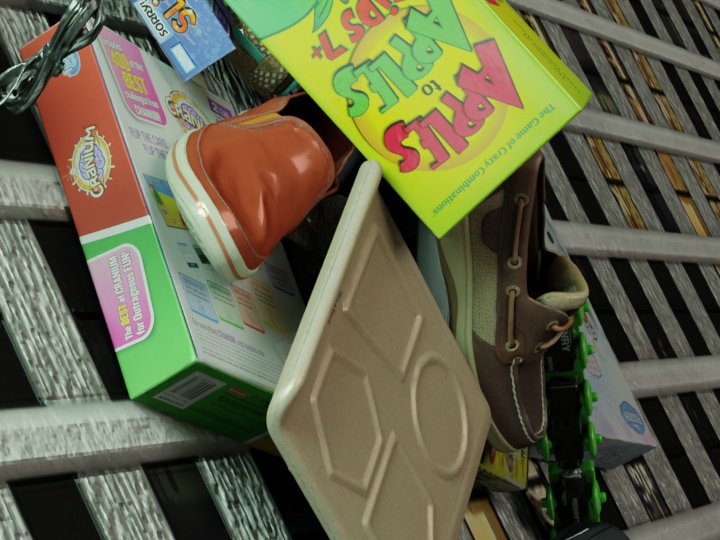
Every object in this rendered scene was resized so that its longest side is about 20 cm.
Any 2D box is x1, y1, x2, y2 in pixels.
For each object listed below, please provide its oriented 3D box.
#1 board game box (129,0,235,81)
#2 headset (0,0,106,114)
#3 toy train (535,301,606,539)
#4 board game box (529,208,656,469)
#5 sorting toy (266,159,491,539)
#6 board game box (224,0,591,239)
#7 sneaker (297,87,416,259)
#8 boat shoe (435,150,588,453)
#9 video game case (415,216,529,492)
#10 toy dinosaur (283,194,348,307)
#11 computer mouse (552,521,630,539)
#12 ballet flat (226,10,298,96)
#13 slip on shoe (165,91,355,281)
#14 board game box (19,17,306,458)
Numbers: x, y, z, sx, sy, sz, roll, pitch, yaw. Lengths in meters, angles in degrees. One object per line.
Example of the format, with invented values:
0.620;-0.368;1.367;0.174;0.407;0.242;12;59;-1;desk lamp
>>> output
-0.118;-0.183;1.390;0.136;0.034;0.200;56;5;-14;board game box
-0.203;-0.148;1.092;0.200;0.094;0.124;46;21;-8;headset
0.127;0.089;1.587;0.056;0.041;0.201;-82;166;-66;toy train
0.114;0.034;1.746;0.200;0.043;0.200;17;46;-65;board game box
0.008;0.075;1.298;0.186;0.036;0.201;-70;145;-46;sorting toy
0.013;-0.127;1.318;0.200;0.102;0.048;48;17;-2;board game box
0.016;-0.047;1.552;0.147;0.077;0.202;54;18;-11;sneaker
0.090;0.017;1.417;0.072;0.071;0.201;-64;149;-54;boat shoe
0.067;0.019;1.507;0.181;0.025;0.202;33;57;-68;video game case
0.000;0.000;1.440;0.200;0.077;0.103;36;45;-45;toy dinosaur
0.142;0.219;1.494;0.200;0.046;0.141;-18;80;-61;computer mouse
-0.050;-0.171;1.586;0.065;0.071;0.200;40;19;-13;ballet flat
-0.047;-0.049;1.282;0.074;0.061;0.200;60;19;-7;slip on shoe
-0.087;-0.015;1.287;0.153;0.040;0.201;29;36;-58;board game box
